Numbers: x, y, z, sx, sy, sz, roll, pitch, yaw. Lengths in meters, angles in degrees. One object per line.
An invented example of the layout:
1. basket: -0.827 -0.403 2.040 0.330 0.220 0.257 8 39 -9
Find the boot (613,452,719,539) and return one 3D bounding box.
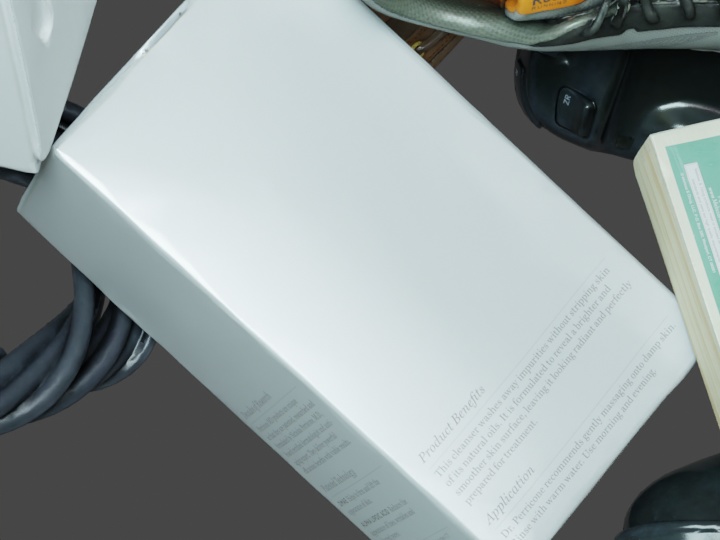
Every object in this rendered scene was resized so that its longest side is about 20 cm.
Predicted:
1. boot: 0.174 0.025 0.894 0.197 0.073 0.164 -1 75 -10

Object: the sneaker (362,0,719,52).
1. sneaker: 0.086 -0.096 0.843 0.198 0.079 0.075 2 116 3

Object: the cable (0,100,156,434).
1. cable: -0.158 -0.015 0.876 0.199 0.051 0.164 27 42 -5

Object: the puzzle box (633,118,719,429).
1. puzzle box: 0.177 0.037 0.842 0.132 0.025 0.201 -12 73 -13

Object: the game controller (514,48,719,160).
1. game controller: 0.124 -0.124 0.897 0.104 0.042 0.201 11 117 -14

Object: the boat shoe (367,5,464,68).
1. boat shoe: 0.053 -0.131 0.947 0.200 0.072 0.068 -39 111 -21

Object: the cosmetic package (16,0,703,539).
1. cosmetic package: 0.000 0.000 0.867 0.200 0.081 0.113 44 69 0

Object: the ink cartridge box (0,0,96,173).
1. ink cartridge box: -0.180 -0.115 0.774 0.198 0.146 0.085 13 65 6
